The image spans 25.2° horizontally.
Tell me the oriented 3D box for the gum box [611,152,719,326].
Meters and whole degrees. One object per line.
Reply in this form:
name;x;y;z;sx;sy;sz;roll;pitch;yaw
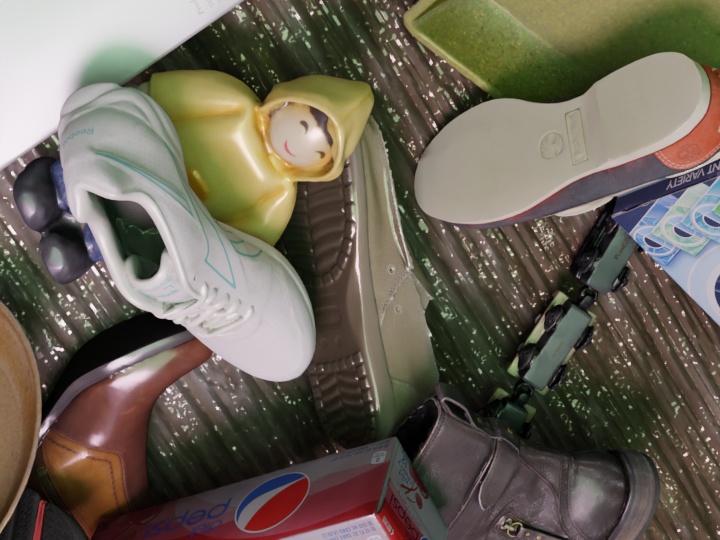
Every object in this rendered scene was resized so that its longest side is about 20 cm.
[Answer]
gum box;0.268;-0.008;0.896;0.200;0.169;0.045;41;52;-24

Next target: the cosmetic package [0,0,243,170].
cosmetic package;-0.153;-0.150;0.857;0.199;0.081;0.113;-32;105;2

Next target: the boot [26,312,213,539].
boot;-0.119;0.140;0.937;0.187;0.069;0.201;-34;106;1

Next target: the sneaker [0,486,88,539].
sneaker;-0.228;0.175;0.910;0.198;0.074;0.087;-11;136;23

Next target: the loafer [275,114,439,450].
loafer;0.000;0.000;0.920;0.068;0.075;0.202;-11;97;-45

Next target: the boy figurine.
boy figurine;-0.082;-0.050;0.872;0.198;0.065;0.125;-15;106;18

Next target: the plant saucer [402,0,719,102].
plant saucer;0.156;-0.139;0.870;0.199;0.199;0.048;34;52;-18

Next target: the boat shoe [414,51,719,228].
boat shoe;0.118;-0.066;0.888;0.062;0.199;0.072;14;65;-47

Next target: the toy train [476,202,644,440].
toy train;0.111;0.046;0.958;0.034;0.046;0.201;30;96;-12

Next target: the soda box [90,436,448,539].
soda box;-0.057;0.157;0.863;0.198;0.064;0.070;-19;117;24

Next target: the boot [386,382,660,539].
boot;0.063;0.157;0.931;0.173;0.069;0.201;14;116;-26

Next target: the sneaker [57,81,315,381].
sneaker;-0.091;0.001;0.822;0.070;0.081;0.201;-26;126;19

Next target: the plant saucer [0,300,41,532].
plant saucer;-0.256;0.098;0.876;0.198;0.035;0.202;-7;64;15
